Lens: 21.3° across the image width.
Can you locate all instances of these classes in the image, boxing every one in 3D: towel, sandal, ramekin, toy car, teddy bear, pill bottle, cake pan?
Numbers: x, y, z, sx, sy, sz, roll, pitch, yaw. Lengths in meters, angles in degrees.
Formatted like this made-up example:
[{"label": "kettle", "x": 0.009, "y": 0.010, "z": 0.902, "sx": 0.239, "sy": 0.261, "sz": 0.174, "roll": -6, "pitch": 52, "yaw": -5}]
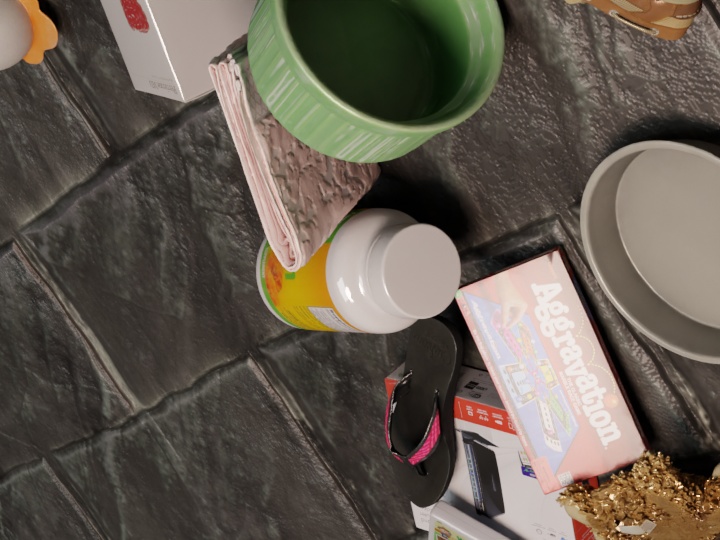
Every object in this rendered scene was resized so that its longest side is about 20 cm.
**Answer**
[{"label": "towel", "x": -0.049, "y": -0.124, "z": 1.631, "sx": 0.032, "sy": 0.200, "sz": 0.191, "roll": -8, "pitch": 113, "yaw": 27}, {"label": "sandal", "x": 0.051, "y": 0.133, "z": 1.761, "sx": 0.075, "sy": 0.045, "sz": 0.200, "roll": 26, "pitch": 125, "yaw": 32}, {"label": "ramekin", "x": 0.006, "y": -0.184, "z": 1.533, "sx": 0.200, "sy": 0.200, "sz": 0.098, "roll": 52, "pitch": 148, "yaw": 1}, {"label": "toy car", "x": -0.399, "y": -0.267, "z": 1.921, "sx": 0.200, "sy": 0.184, "sz": 0.177, "roll": 6, "pitch": 128, "yaw": 6}, {"label": "teddy bear", "x": 0.268, "y": 0.199, "z": 1.644, "sx": 0.145, "sy": 0.067, "sz": 0.200, "roll": 35, "pitch": 142, "yaw": -22}, {"label": "pill bottle", "x": 0.000, "y": 0.000, "z": 1.712, "sx": 0.200, "sy": 0.111, "sz": 0.111, "roll": 0, "pitch": 119, "yaw": 58}, {"label": "cake pan", "x": 0.268, "y": -0.020, "z": 1.520, "sx": 0.200, "sy": 0.037, "sz": 0.201, "roll": 25, "pitch": 134, "yaw": 29}]

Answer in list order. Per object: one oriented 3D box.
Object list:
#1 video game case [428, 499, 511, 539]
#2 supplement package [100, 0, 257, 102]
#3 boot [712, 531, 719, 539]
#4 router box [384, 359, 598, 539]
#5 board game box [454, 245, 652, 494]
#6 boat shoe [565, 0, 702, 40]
[{"label": "video game case", "x": 0.153, "y": 0.314, "z": 1.847, "sx": 0.200, "sy": 0.022, "sz": 0.182, "roll": 29, "pitch": 152, "yaw": 17}, {"label": "supplement package", "x": -0.161, "y": -0.264, "z": 1.666, "sx": 0.121, "sy": 0.120, "sz": 0.200, "roll": 20, "pitch": 134, "yaw": 60}, {"label": "boot", "x": 0.340, "y": 0.171, "z": 1.465, "sx": 0.066, "sy": 0.200, "sz": 0.175, "roll": 41, "pitch": 140, "yaw": 13}, {"label": "router box", "x": 0.129, "y": 0.183, "z": 1.802, "sx": 0.200, "sy": 0.049, "sz": 0.180, "roll": 12, "pitch": 127, "yaw": 38}, {"label": "board game box", "x": 0.167, "y": 0.088, "z": 1.665, "sx": 0.103, "sy": 0.019, "sz": 0.200, "roll": -23, "pitch": 98, "yaw": 18}, {"label": "boat shoe", "x": 0.166, "y": -0.232, "z": 1.431, "sx": 0.200, "sy": 0.076, "sz": 0.074, "roll": 33, "pitch": 141, "yaw": 23}]
